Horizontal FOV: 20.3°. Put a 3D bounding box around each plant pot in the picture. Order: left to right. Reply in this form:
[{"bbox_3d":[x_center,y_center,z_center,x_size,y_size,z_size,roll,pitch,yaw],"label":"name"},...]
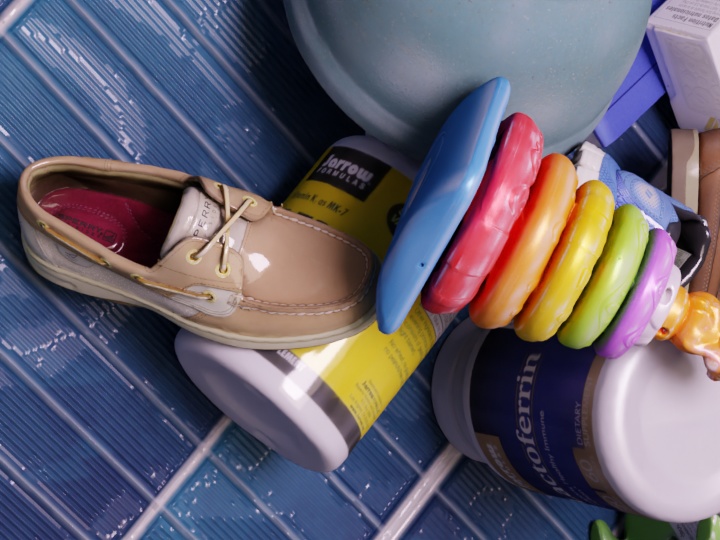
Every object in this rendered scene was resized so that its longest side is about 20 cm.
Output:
[{"bbox_3d":[0.074,-0.169,1.051,0.199,0.134,0.202,10,61,-18],"label":"plant pot"}]

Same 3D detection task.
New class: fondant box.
[{"bbox_3d":[0.278,-0.152,1.258,0.200,0.058,0.145,-42,128,-20],"label":"fondant box"}]

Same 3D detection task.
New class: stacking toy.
[{"bbox_3d":[0.116,0.002,0.992,0.199,0.116,0.110,26,39,-3],"label":"stacking toy"}]

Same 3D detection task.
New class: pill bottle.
[{"bbox_3d":[0.000,0.000,1.101,0.114,0.114,0.200,46,71,-23],"label":"pill bottle"},{"bbox_3d":[0.128,0.072,1.126,0.115,0.200,0.117,-1,92,-28],"label":"pill bottle"}]

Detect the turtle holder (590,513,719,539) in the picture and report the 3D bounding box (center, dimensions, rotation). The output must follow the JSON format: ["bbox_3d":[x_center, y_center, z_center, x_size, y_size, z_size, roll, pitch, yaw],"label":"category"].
[{"bbox_3d":[0.229,0.182,1.216,0.131,0.141,0.187,-3,98,-23],"label":"turtle holder"}]

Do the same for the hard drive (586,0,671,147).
[{"bbox_3d":[0.137,-0.195,1.216,0.132,0.025,0.201,-43,111,-20],"label":"hard drive"}]

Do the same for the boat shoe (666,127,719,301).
[{"bbox_3d":[0.220,0.012,1.217,0.067,0.072,0.201,0,116,6],"label":"boat shoe"}]

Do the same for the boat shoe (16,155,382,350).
[{"bbox_3d":[-0.084,-0.012,1.017,0.198,0.067,0.074,9,62,11],"label":"boat shoe"}]

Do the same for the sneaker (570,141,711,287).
[{"bbox_3d":[0.148,-0.011,1.146,0.089,0.200,0.079,31,89,9],"label":"sneaker"}]
